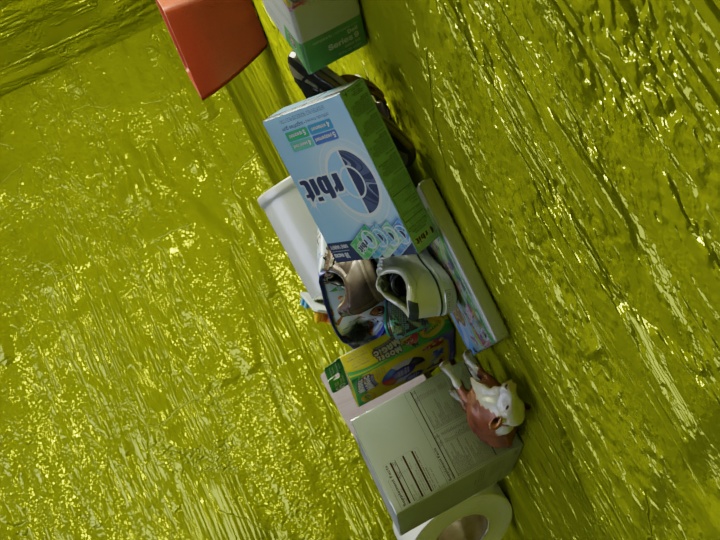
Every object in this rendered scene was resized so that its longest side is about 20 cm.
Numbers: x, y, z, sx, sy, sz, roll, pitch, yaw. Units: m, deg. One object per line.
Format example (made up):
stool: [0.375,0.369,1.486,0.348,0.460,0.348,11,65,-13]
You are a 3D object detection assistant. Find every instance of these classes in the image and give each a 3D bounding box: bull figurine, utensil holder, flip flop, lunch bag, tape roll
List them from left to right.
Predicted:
utensil holder: [-0.064,-0.075,1.647,0.203,0.168,0.170,62,173,0]
flip flop: [-0.005,-0.201,1.109,0.200,0.057,0.081,43,158,15]
lunch bag: [0.000,0.000,1.425,0.202,0.121,0.173,83,-173,-50]
tape roll: [0.156,0.424,1.580,0.071,0.199,0.205,55,169,45]
bull figurine: [0.158,0.165,1.167,0.122,0.064,0.201,54,171,25]

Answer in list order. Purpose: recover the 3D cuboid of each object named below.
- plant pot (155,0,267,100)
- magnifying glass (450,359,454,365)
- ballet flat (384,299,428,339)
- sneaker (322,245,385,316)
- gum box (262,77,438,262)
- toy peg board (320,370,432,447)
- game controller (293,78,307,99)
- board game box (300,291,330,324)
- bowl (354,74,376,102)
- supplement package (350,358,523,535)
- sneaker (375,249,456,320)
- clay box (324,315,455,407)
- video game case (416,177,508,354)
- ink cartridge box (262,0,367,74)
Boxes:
plant pot: [-0.303,-0.504,1.918,0.201,0.173,0.202,56,170,56]
magnifying glass: [0.106,0.085,1.509,0.202,0.022,0.080,62,173,20]
ballet flat: [0.065,0.002,1.288,0.075,0.072,0.204,75,-169,-59]
sneaker: [-0.025,-0.024,1.277,0.071,0.075,0.202,51,-168,-45]
gum box: [-0.014,-0.110,1.102,0.168,0.044,0.203,-5,116,54]
toy peg board: [0.069,0.209,1.559,0.097,0.198,0.202,-31,-89,-52]
game controller: [-0.058,-0.268,1.425,0.202,0.041,0.105,60,172,33]
board game box: [-0.003,0.079,1.666,0.200,0.195,0.027,-149,69,-77]
bowl: [-0.012,-0.144,1.226,0.201,0.089,0.205,160,91,-85]
supplement package: [0.108,0.256,1.345,0.149,0.197,0.192,61,172,23]
sneaker: [0.050,-0.002,1.174,0.200,0.069,0.075,-133,36,-59]
clay box: [0.046,0.137,1.395,0.048,0.197,0.115,59,173,27]
video game case: [0.112,0.002,1.144,0.182,0.022,0.203,103,142,-80]
ink cartridge box: [-0.072,-0.350,1.036,0.146,0.086,0.202,59,173,39]
